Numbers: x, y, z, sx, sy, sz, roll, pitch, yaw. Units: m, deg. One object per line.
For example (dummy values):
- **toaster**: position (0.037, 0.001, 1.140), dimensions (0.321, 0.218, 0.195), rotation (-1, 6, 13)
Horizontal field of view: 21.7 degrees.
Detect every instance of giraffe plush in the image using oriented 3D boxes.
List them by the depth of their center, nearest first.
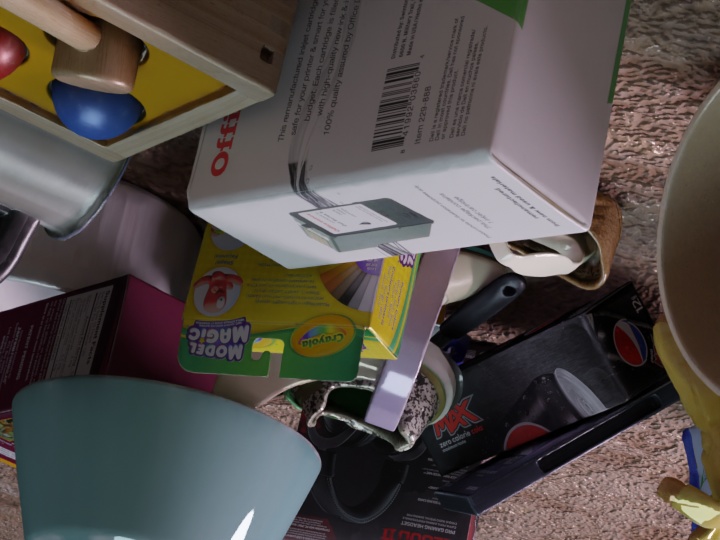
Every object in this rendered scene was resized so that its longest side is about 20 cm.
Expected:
- **giraffe plush**: position (0.273, 0.115, 1.224), dimensions (0.172, 0.201, 0.162), rotation (6, 159, 13)

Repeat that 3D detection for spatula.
- **spatula**: position (0.051, 0.056, 1.316), dimensions (0.056, 0.021, 0.200), rotation (29, 131, -18)

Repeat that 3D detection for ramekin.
- **ramekin**: position (-0.209, 0.001, 1.352), dimensions (0.200, 0.098, 0.201), rotation (11, 158, 4)

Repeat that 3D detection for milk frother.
- **milk frother**: position (-0.259, -0.102, 1.110), dimensions (0.188, 0.181, 0.200), rotation (26, -162, -30)

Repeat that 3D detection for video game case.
- **video game case**: position (0.152, 0.116, 1.327), dimensions (0.200, 0.019, 0.143), rotation (-29, 179, -8)

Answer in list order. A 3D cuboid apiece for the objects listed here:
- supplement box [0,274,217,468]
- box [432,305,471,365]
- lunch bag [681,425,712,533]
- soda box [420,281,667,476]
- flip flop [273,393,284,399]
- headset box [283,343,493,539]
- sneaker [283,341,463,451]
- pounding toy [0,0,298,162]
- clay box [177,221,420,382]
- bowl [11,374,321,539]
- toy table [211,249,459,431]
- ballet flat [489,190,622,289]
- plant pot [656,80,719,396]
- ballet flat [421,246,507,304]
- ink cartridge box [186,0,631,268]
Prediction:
- **supplement box**: position (-0.184, 0.077, 1.269), dimensions (0.110, 0.086, 0.200), rotation (30, 150, -36)
- **box**: position (-0.016, 0.028, 1.395), dimensions (0.199, 0.042, 0.119), rotation (11, 159, -1)
- **lunch bag**: position (0.371, 0.161, 1.404), dimensions (0.199, 0.124, 0.170), rotation (7, 163, -24)
- **soda box**: position (0.122, 0.080, 1.326), dimensions (0.063, 0.071, 0.200), rotation (-26, 177, -43)
- **flip flop**: position (-0.063, 0.065, 1.376), dimensions (0.200, 0.058, 0.081), rotation (-7, 153, 38)
- **headset box**: position (0.023, 0.153, 1.460), dimensions (0.148, 0.201, 0.077), rotation (10, 159, 10)
- **sneaker**: position (-0.032, 0.065, 1.276), dimensions (0.199, 0.089, 0.077), rotation (19, 124, 8)
- **pounding toy**: position (-0.137, -0.135, 0.905), dimensions (0.184, 0.143, 0.200), rotation (26, 156, -32)
- **clay box**: position (-0.023, -0.028, 1.029), dimensions (0.115, 0.201, 0.048), rotation (2, 157, 26)
- **bowl**: position (-0.132, 0.151, 1.179), dimensions (0.200, 0.105, 0.201), rotation (10, 157, 4)
- **toy table**: position (-0.012, 0.018, 1.151), dimensions (0.117, 0.184, 0.200), rotation (20, 180, 0)
- **ballet flat**: position (0.076, -0.039, 1.114), dimensions (0.200, 0.073, 0.068), rotation (26, 136, -29)
- **plant pot**: position (0.288, -0.010, 0.966), dimensions (0.199, 0.188, 0.187), rotation (9, 164, -34)
- **ballet flat**: position (0.000, 0.000, 1.275), dimensions (0.199, 0.070, 0.069), rotation (15, 159, -8)
- **ink cartridge box**: position (0.022, -0.089, 0.927), dimensions (0.200, 0.146, 0.084), rotation (-7, 152, 42)
